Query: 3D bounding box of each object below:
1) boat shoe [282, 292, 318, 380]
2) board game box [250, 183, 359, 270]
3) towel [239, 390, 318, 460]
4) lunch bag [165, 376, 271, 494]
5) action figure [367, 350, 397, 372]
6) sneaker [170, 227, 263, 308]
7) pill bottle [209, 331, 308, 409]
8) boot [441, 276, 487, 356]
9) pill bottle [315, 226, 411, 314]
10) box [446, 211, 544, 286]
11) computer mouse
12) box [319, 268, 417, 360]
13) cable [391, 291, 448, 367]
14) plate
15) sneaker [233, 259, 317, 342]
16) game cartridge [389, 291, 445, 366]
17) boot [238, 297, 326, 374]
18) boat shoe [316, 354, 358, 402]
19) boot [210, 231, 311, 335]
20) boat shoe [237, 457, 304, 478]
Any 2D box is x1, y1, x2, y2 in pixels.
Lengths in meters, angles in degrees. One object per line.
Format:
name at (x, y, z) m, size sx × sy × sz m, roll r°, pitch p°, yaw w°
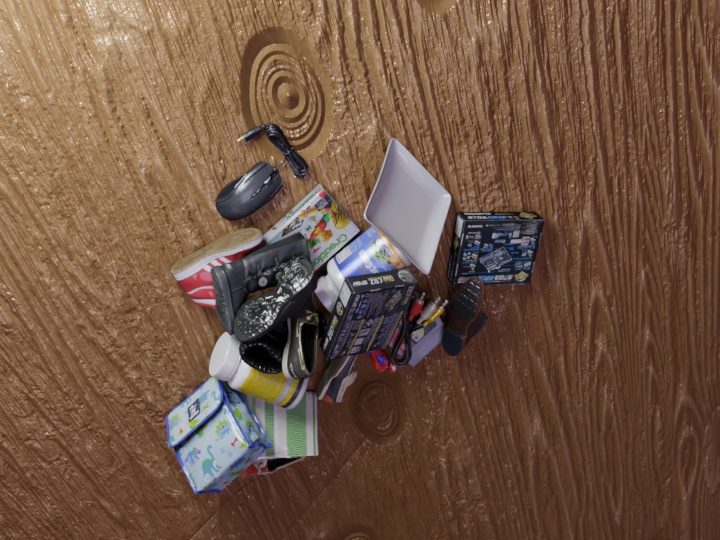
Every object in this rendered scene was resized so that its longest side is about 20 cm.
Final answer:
boat shoe at (-0.111, 0.116, 1.402) m, size 0.059 × 0.207 × 0.071 m, roll -9°, pitch 158°, yaw 32°
board game box at (-0.113, -0.063, 1.424) m, size 0.199 × 0.035 × 0.126 m, roll -41°, pitch 122°, yaw 8°
towel at (-0.193, 0.351, 1.591) m, size 0.194 × 0.023 × 0.158 m, roll 1°, pitch 81°, yaw -16°
lunch bag at (-0.318, 0.346, 1.505) m, size 0.169 × 0.202 × 0.127 m, roll -39°, pitch 155°, yaw 6°
action figure at (0.020, 0.169, 1.573) m, size 0.051 × 0.066 × 0.200 m, roll -29°, pitch 123°, yaw 21°
sneaker at (-0.265, 0.000, 1.392) m, size 0.196 × 0.072 × 0.114 m, roll -24°, pitch 118°, yaw 7°
pill bottle at (-0.217, 0.213, 1.497) m, size 0.197 × 0.115 × 0.116 m, roll 26°, pitch 109°, yaw -27°
boot at (0.248, 0.091, 1.585) m, size 0.096 × 0.074 × 0.204 m, roll -24°, pitch 140°, yaw -50°
pill bottle at (0.000, 0.000, 1.447) m, size 0.199 × 0.113 × 0.112 m, roll -39°, pitch 121°, yaw 6°
box at (0.298, -0.048, 1.547) m, size 0.194 × 0.046 × 0.163 m, roll -2°, pitch 119°, yaw -15°
computer mouse at (-0.205, -0.183, 1.325) m, size 0.197 × 0.046 × 0.142 m, roll -32°, pitch 123°, yaw 2°
box at (0.015, 0.091, 1.427) m, size 0.157 × 0.050 × 0.203 m, roll -7°, pitch 136°, yaw -30°
cable at (0.111, 0.130, 1.545) m, size 0.095 × 0.051 × 0.204 m, roll 19°, pitch 109°, yaw -24°
plate at (0.092, -0.126, 1.393) m, size 0.198 × 0.204 × 0.032 m, roll 39°, pitch 147°, yaw -30°
sneaker at (-0.155, 0.071, 1.344) m, size 0.199 × 0.076 × 0.091 m, roll -39°, pitch 154°, yaw -3°
game cartridge at (0.109, 0.120, 1.590) m, size 0.133 × 0.041 × 0.200 m, roll -45°, pitch 121°, yaw 5°
boot at (-0.158, 0.145, 1.450) m, size 0.205 × 0.159 × 0.081 m, roll 11°, pitch 119°, yaw -21°
boat shoe at (-0.040, 0.231, 1.565) m, size 0.061 × 0.072 × 0.202 m, roll 17°, pitch 132°, yaw -13°
boot at (-0.189, 0.027, 1.382) m, size 0.197 × 0.066 × 0.168 m, roll -25°, pitch 139°, yaw -27°
boat shoe at (-0.217, 0.445, 1.646) m, size 0.195 × 0.063 × 0.072 m, roll -22°, pitch 124°, yaw -2°
